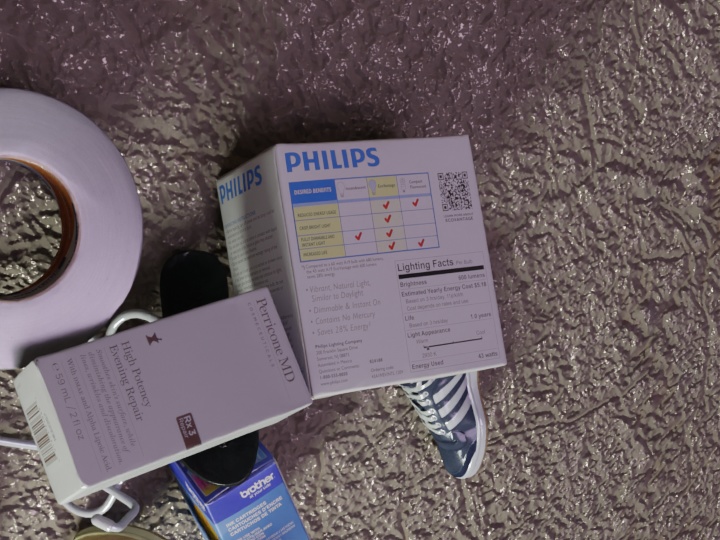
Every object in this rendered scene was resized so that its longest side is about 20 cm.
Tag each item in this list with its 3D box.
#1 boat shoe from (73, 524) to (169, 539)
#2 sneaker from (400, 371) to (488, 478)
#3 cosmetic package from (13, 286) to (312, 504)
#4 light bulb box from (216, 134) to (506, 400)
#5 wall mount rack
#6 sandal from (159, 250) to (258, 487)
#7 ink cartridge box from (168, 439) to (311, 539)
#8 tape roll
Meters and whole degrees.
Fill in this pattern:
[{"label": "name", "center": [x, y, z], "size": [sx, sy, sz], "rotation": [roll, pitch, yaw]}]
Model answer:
[{"label": "boat shoe", "center": [-0.173, 0.275, 1.142], "size": [0.074, 0.198, 0.063], "rotation": [85, 27, -42]}, {"label": "sneaker", "center": [0.064, 0.122, 1.305], "size": [0.108, 0.070, 0.203], "rotation": [-16, 112, -32]}, {"label": "cosmetic package", "center": [-0.145, 0.090, 0.991], "size": [0.198, 0.074, 0.103], "rotation": [-19, 83, -33]}, {"label": "light bulb box", "center": [0.000, 0.000, 1.125], "size": [0.196, 0.124, 0.203], "rotation": [-6, 84, -31]}, {"label": "wall mount rack", "center": [-0.238, 0.114, 1.076], "size": [0.202, 0.172, 0.075], "rotation": [-64, 171, 20]}, {"label": "sandal", "center": [-0.132, 0.079, 1.098], "size": [0.074, 0.048, 0.203], "rotation": [-11, 75, -9]}, {"label": "ink cartridge box", "center": [-0.111, 0.201, 1.182], "size": [0.076, 0.136, 0.202], "rotation": [-29, 124, -17]}, {"label": "tape roll", "center": [-0.264, -0.031, 0.980], "size": [0.198, 0.066, 0.203], "rotation": [-1, 93, -25]}]
